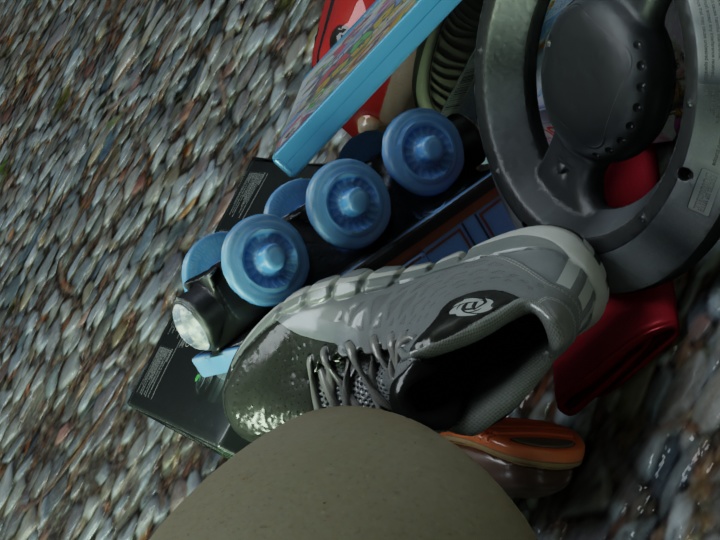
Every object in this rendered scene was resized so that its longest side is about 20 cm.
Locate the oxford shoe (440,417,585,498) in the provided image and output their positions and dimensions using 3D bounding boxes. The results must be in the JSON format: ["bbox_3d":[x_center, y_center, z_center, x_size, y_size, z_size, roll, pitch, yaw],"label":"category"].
[{"bbox_3d":[0.048,0.107,1.119,0.200,0.071,0.073,167,107,-68],"label":"oxford shoe"}]

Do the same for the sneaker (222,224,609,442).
[{"bbox_3d":[0.010,0.044,1.048,0.199,0.075,0.116,-24,14,22],"label":"sneaker"}]

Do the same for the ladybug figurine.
[{"bbox_3d":[0.017,-0.165,1.491,0.136,0.072,0.200,123,164,-49],"label":"ladybug figurine"}]

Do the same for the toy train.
[{"bbox_3d":[0.000,0.000,1.191,0.200,0.114,0.087,-35,7,-25],"label":"toy train"}]

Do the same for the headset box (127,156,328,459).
[{"bbox_3d":[-0.033,0.032,1.348,0.175,0.093,0.200,-64,20,-7],"label":"headset box"}]

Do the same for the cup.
[{"bbox_3d":[-0.032,0.170,0.949,0.143,0.201,0.200,-19,-20,-49],"label":"cup"}]

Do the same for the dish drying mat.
[{"bbox_3d":[0.121,-0.015,1.146,0.077,0.018,0.200,-44,25,30],"label":"dish drying mat"}]

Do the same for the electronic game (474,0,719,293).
[{"bbox_3d":[0.115,-0.090,1.074,0.200,0.041,0.201,9,100,57],"label":"electronic game"}]

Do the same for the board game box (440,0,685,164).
[{"bbox_3d":[0.140,-0.154,1.220,0.200,0.041,0.199,-62,21,-12],"label":"board game box"}]

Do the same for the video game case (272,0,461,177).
[{"bbox_3d":[0.013,-0.129,1.264,0.143,0.018,0.200,-46,9,14],"label":"video game case"}]

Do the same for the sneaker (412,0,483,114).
[{"bbox_3d":[0.074,-0.147,1.371,0.200,0.075,0.106,-61,13,-27],"label":"sneaker"}]
